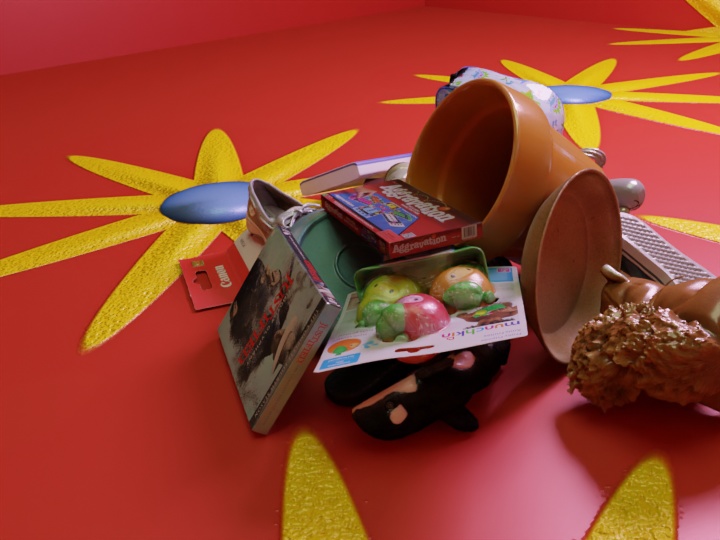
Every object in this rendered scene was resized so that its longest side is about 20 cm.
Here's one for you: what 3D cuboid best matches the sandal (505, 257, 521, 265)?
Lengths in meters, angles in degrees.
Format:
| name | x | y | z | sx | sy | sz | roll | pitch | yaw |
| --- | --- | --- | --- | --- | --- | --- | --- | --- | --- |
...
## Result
| name | x | y | z | sx | sy | sz | roll | pitch | yaw |
| --- | --- | --- | --- | --- | --- | --- | --- | --- | --- |
| sandal | 0.266 | -0.013 | 0.961 | 0.202 | 0.050 | 0.083 | 12 | 45 | 15 |

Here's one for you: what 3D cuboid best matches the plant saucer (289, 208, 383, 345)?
| name | x | y | z | sx | sy | sz | roll | pitch | yaw |
| --- | --- | --- | --- | --- | --- | --- | --- | --- | --- |
| plant saucer | 0.000 | 0.000 | 0.858 | 0.199 | 0.027 | 0.201 | 6 | 56 | -10 |

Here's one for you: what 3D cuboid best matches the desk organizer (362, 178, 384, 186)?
| name | x | y | z | sx | sy | sz | roll | pitch | yaw |
| --- | --- | --- | --- | --- | --- | --- | --- | --- | --- |
| desk organizer | 0.034 | -0.069 | 1.067 | 0.077 | 0.072 | 0.200 | -1 | 26 | 9 |

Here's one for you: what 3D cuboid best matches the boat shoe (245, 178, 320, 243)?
| name | x | y | z | sx | sy | sz | roll | pitch | yaw |
| --- | --- | --- | --- | --- | --- | --- | --- | --- | --- |
| boat shoe | -0.097 | -0.069 | 0.977 | 0.074 | 0.065 | 0.202 | -16 | 25 | -24 |

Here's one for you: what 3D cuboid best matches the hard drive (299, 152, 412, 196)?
| name | x | y | z | sx | sy | sz | roll | pitch | yaw |
| --- | --- | --- | --- | --- | --- | --- | --- | --- | --- |
| hard drive | 0.017 | -0.159 | 1.216 | 0.132 | 0.026 | 0.199 | -12 | 4 | 44 |

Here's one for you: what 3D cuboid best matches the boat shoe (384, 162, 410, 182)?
| name | x | y | z | sx | sy | sz | roll | pitch | yaw |
| --- | --- | --- | --- | --- | --- | --- | --- | --- | --- |
| boat shoe | 0.127 | -0.085 | 0.997 | 0.199 | 0.074 | 0.067 | 12 | 33 | -4 |

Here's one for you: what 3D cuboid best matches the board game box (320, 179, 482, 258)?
| name | x | y | z | sx | sy | sz | roll | pitch | yaw |
| --- | --- | --- | --- | --- | --- | --- | --- | --- | --- |
| board game box | 0.037 | -0.061 | 0.811 | 0.102 | 0.020 | 0.200 | -12 | 23 | -19 |

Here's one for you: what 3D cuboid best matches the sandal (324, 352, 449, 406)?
| name | x | y | z | sx | sy | sz | roll | pitch | yaw |
| --- | --- | --- | --- | --- | --- | --- | --- | --- | --- |
| sandal | 0.052 | 0.089 | 0.787 | 0.199 | 0.045 | 0.075 | -30 | 29 | -19 |

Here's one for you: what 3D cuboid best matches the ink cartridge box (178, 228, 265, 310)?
| name | x | y | z | sx | sy | sz | roll | pitch | yaw |
| --- | --- | --- | --- | --- | --- | --- | --- | --- | --- |
| ink cartridge box | -0.137 | -0.019 | 1.009 | 0.199 | 0.050 | 0.161 | -9 | 27 | -18 |

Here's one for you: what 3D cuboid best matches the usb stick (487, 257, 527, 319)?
| name | x | y | z | sx | sy | sz | roll | pitch | yaw |
| --- | --- | --- | --- | --- | --- | --- | --- | --- | --- |
| usb stick | 0.170 | 0.005 | 0.948 | 0.055 | 0.033 | 0.200 | 3 | 25 | -8 |

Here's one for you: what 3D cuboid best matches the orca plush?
| name | x | y | z | sx | sy | sz | roll | pitch | yaw |
| --- | --- | --- | --- | --- | --- | --- | --- | --- | --- |
| orca plush | 0.087 | 0.122 | 0.715 | 0.199 | 0.071 | 0.105 | -17 | -17 | -46 |

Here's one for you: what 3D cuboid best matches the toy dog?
| name | x | y | z | sx | sy | sz | roll | pitch | yaw |
| --- | --- | --- | --- | --- | --- | --- | --- | --- | --- |
| toy dog | 0.275 | -0.079 | 1.030 | 0.131 | 0.097 | 0.200 | 27 | -22 | -27 |

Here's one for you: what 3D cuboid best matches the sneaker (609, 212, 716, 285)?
| name | x | y | z | sx | sy | sz | roll | pitch | yaw |
| --- | --- | --- | --- | --- | --- | --- | --- | --- | --- |
| sneaker | 0.346 | 0.025 | 0.852 | 0.078 | 0.080 | 0.200 | -18 | 55 | -36 |

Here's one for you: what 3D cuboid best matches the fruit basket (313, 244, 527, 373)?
| name | x | y | z | sx | sy | sz | roll | pitch | yaw |
| --- | --- | --- | --- | --- | --- | --- | --- | --- | --- |
| fruit basket | 0.059 | 0.033 | 0.707 | 0.184 | 0.094 | 0.200 | -11 | 10 | 13 |

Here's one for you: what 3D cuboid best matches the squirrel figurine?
| name | x | y | z | sx | sy | sz | roll | pitch | yaw |
| --- | --- | --- | --- | --- | --- | --- | --- | --- | --- |
| squirrel figurine | 0.286 | 0.056 | 0.722 | 0.199 | 0.142 | 0.186 | -13 | 21 | -25 |

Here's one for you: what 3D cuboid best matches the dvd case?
| name | x | y | z | sx | sy | sz | roll | pitch | yaw |
| --- | --- | --- | --- | --- | --- | --- | --- | --- | --- |
| dvd case | -0.090 | 0.051 | 0.769 | 0.022 | 0.146 | 0.200 | 24 | 14 | -29 |

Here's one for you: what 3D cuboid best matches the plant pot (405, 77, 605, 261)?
| name | x | y | z | sx | sy | sz | roll | pitch | yaw |
| --- | --- | --- | --- | --- | --- | --- | --- | --- | --- |
| plant pot | 0.180 | -0.095 | 0.871 | 0.182 | 0.201 | 0.200 | 14 | 17 | -29 |

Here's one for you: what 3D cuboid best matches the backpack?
| name | x | y | z | sx | sy | sz | roll | pitch | yaw |
| --- | --- | --- | --- | --- | --- | --- | --- | --- | --- |
| backpack | 0.222 | -0.221 | 1.241 | 0.199 | 0.184 | 0.147 | 18 | 48 | 25 |

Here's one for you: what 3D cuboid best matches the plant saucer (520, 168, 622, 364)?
| name | x | y | z | sx | sy | sz | roll | pitch | yaw |
| --- | --- | --- | --- | --- | --- | --- | --- | --- | --- |
| plant saucer | 0.215 | -0.005 | 0.778 | 0.035 | 0.201 | 0.200 | 10 | 28 | 40 |
